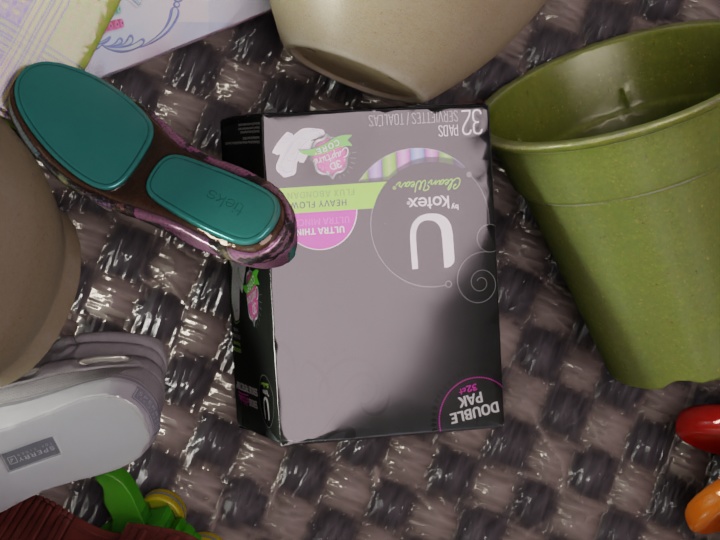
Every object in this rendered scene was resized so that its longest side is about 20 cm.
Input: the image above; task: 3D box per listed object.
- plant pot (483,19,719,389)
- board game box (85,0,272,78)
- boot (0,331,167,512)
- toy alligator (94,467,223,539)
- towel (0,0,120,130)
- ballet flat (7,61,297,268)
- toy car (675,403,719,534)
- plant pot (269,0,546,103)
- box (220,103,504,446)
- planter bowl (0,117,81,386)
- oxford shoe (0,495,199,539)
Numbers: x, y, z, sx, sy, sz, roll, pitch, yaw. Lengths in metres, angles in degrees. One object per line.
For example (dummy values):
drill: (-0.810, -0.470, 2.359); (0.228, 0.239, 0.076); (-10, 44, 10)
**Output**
plant pot: (0.190, -0.034, 1.685); (0.200, 0.200, 0.191); (-22, 110, -14)
board game box: (-0.172, -0.220, 1.634); (0.198, 0.043, 0.201); (-22, 98, -12)
boot: (-0.209, 0.094, 1.617); (0.199, 0.096, 0.074); (-13, 114, 11)
toy alligator: (-0.106, 0.202, 1.664); (0.054, 0.059, 0.200); (-37, 104, 29)
towel: (-0.243, -0.185, 1.584); (0.200, 0.023, 0.144); (29, 85, -14)
ballet flat: (-0.122, -0.052, 1.568); (0.200, 0.071, 0.069); (29, 71, 17)
toy car: (0.287, 0.104, 1.729); (0.150, 0.175, 0.200); (34, 82, 18)
plant pot: (0.019, -0.180, 1.607); (0.200, 0.200, 0.135); (23, 84, -15)
box: (0.000, 0.000, 1.648); (0.148, 0.124, 0.201); (-3, 94, -14)
planter bowl: (-0.249, -0.007, 1.556); (0.135, 0.200, 0.201); (27, 84, -41)
oxford shoe: (-0.181, 0.189, 1.606); (0.071, 0.199, 0.075); (-56, 151, -44)
